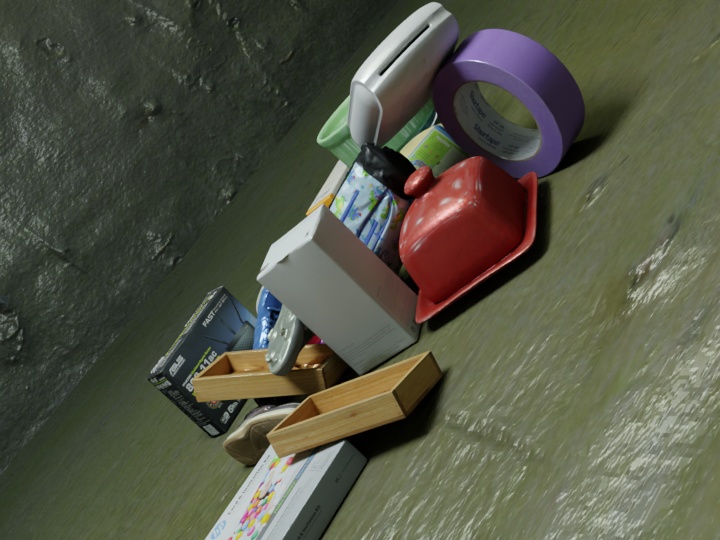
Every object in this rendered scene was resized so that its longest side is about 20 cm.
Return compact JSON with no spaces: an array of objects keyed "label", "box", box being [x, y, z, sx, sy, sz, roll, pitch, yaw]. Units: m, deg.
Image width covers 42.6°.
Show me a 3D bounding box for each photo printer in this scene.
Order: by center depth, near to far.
[{"label":"photo printer","box":[0.055,-0.260,1.241,0.167,0.069,0.200,-46,-6,-10]}]

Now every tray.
[{"label":"tray","box":[-0.008,0.157,1.063,0.198,0.037,0.098,-26,7,37]},{"label":"tray","box":[-0.121,0.140,1.271,0.196,0.038,0.099,-6,15,22]}]

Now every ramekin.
[{"label":"ramekin","box":[0.029,-0.251,1.530,0.200,0.098,0.201,-42,16,15]}]

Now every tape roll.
[{"label":"tape roll","box":[0.194,-0.217,1.223,0.066,0.200,0.199,-52,17,-24]}]

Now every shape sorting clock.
[{"label":"shape sorting clock","box":[0.118,-0.126,1.359,0.197,0.039,0.203,-15,58,26]}]

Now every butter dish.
[{"label":"butter dish","box":[0.115,-0.068,1.170,0.198,0.148,0.201,-36,19,29]}]

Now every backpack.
[{"label":"backpack","box":[0.011,-0.056,1.286,0.200,0.154,0.163,-46,-15,14]}]

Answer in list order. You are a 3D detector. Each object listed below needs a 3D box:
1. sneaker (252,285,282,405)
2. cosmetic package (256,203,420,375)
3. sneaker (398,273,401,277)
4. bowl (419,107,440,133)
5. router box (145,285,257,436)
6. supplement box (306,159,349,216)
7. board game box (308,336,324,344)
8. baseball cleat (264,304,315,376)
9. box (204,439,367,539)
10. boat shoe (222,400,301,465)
[{"label":"sneaker","box":[-0.127,0.108,1.395,0.111,0.075,0.204,-142,66,-72]},{"label":"cosmetic package","box":[-0.023,0.027,1.192,0.112,0.200,0.082,-32,22,32]},{"label":"sneaker","box":[0.000,0.000,1.443,0.081,0.076,0.200,-53,14,6]},{"label":"bowl","box":[0.087,-0.159,1.530,0.200,0.105,0.201,-42,16,15]},{"label":"router box","box":[-0.241,0.150,1.548,0.062,0.150,0.201,-24,27,49]},{"label":"supplement box","box":[0.000,-0.131,1.650,0.073,0.126,0.201,-32,21,42]},{"label":"board game box","box":[-0.088,0.094,1.488,0.199,0.039,0.159,-31,22,45]},{"label":"baseball cleat","box":[-0.070,0.075,1.251,0.070,0.106,0.202,-40,28,35]},{"label":"box","box":[-0.092,0.272,1.079,0.157,0.041,0.199,-54,17,-27]},{"label":"boat shoe","box":[-0.121,0.208,1.252,0.199,0.072,0.065,-37,22,49]}]
